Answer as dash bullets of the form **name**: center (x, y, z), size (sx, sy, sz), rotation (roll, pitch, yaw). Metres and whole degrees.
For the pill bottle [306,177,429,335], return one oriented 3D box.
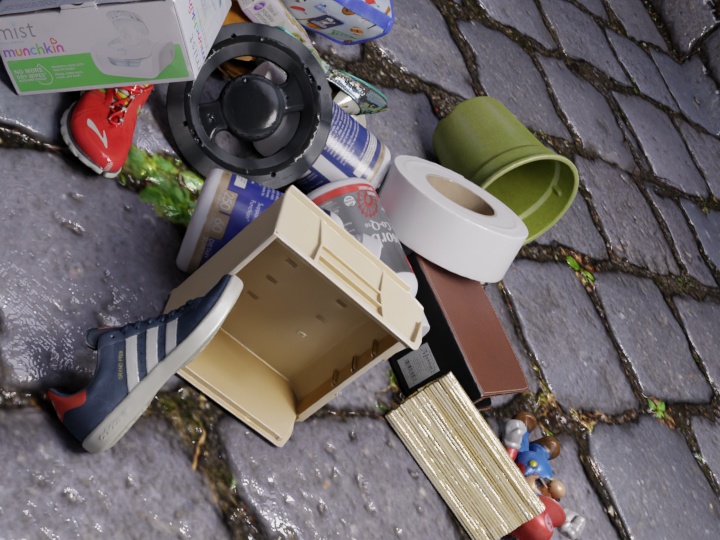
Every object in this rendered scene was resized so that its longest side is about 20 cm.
- **pill bottle**: center (0.000, 0.000, 1.312), size (0.116, 0.116, 0.201), rotation (-1, 61, -53)

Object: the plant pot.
- **plant pot**: center (0.205, -0.162, 1.689), size (0.200, 0.200, 0.185), rotation (15, 37, -45)

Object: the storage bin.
- **storage bin**: center (-0.071, 0.054, 1.088), size (0.198, 0.200, 0.094), rotation (40, 30, -21)

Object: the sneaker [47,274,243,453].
- **sneaker**: center (-0.192, 0.063, 0.964), size (0.084, 0.075, 0.200), rotation (43, 75, 0)

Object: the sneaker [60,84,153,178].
- **sneaker**: center (-0.263, -0.185, 1.171), size (0.077, 0.085, 0.201), rotation (32, 38, -30)

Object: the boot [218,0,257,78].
- **boot**: center (-0.200, -0.328, 1.401), size (0.201, 0.071, 0.145), rotation (19, 46, -49)

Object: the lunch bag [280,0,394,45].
- **lunch bag**: center (-0.061, -0.410, 1.573), size (0.169, 0.124, 0.200), rotation (19, 17, -42)

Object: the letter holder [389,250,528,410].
- **letter holder**: center (0.111, 0.087, 1.392), size (0.142, 0.100, 0.201), rotation (2, 59, -54)

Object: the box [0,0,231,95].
- **box**: center (-0.255, -0.275, 1.144), size (0.177, 0.198, 0.097), rotation (-81, 164, -49)

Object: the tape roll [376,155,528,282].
- **tape roll**: center (0.115, -0.069, 1.413), size (0.201, 0.071, 0.203), rotation (25, 20, -10)

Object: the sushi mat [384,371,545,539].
- **sushi mat**: center (0.123, 0.224, 1.287), size (0.201, 0.095, 0.012), rotation (55, 8, 1)

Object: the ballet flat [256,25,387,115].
- **ballet flat**: center (-0.054, -0.243, 1.446), size (0.199, 0.074, 0.075), rotation (28, 39, -23)

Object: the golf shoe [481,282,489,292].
- **golf shoe**: center (0.146, 0.014, 1.511), size (0.077, 0.094, 0.201), rotation (16, 50, -47)

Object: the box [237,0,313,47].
- **box**: center (-0.116, -0.339, 1.484), size (0.042, 0.039, 0.200), rotation (63, 10, 17)

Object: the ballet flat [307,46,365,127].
- **ballet flat**: center (-0.035, -0.227, 1.527), size (0.201, 0.069, 0.069), rotation (55, 32, 1)

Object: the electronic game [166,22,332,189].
- **electronic game**: center (-0.130, -0.192, 1.291), size (0.200, 0.200, 0.042), rotation (48, -12, -10)

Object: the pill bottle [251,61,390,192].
- **pill bottle**: center (-0.067, -0.171, 1.389), size (0.200, 0.111, 0.111), rotation (38, 35, -24)

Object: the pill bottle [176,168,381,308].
- **pill bottle**: center (-0.086, -0.023, 1.164), size (0.199, 0.116, 0.116), rotation (20, 40, -9)

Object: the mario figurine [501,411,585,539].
- **mario figurine**: center (0.230, 0.259, 1.372), size (0.123, 0.107, 0.200), rotation (13, 30, 0)
